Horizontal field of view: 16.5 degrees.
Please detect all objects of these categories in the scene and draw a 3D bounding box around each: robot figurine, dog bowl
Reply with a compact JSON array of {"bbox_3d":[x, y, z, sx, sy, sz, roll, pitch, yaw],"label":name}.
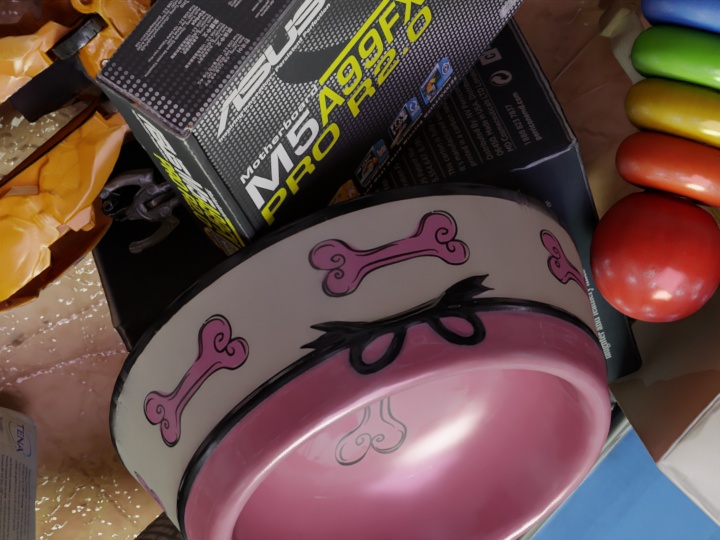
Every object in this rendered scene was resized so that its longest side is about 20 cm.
[{"bbox_3d":[-0.135,-0.060,0.974,0.200,0.058,0.145,-37,108,14],"label":"robot figurine"},{"bbox_3d":[0.008,0.058,0.965,0.200,0.074,0.200,-18,147,-13],"label":"dog bowl"}]

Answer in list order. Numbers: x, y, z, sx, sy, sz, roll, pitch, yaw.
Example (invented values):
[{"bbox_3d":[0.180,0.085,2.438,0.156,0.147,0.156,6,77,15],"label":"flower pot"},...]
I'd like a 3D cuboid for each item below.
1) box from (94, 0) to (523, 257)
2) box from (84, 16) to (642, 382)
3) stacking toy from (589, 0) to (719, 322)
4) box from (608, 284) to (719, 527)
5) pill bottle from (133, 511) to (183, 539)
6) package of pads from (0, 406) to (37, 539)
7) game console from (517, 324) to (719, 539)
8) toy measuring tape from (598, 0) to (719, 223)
[{"bbox_3d":[0.001,-0.103,0.914,0.200,0.044,0.160,-52,159,-10],"label":"box"},{"bbox_3d":[0.000,0.000,1.062,0.200,0.107,0.148,-22,136,-1],"label":"box"},{"bbox_3d":[0.141,-0.076,0.996,0.085,0.085,0.200,14,90,-31],"label":"stacking toy"},{"bbox_3d":[0.169,0.062,1.062,0.095,0.200,0.078,43,95,-6],"label":"box"},{"bbox_3d":[-0.060,0.159,1.119,0.200,0.114,0.114,-42,143,-28],"label":"pill bottle"},{"bbox_3d":[-0.201,0.172,1.112,0.068,0.155,0.200,16,125,-19],"label":"package of pads"},{"bbox_3d":[0.089,0.129,1.209,0.176,0.116,0.200,19,122,-34],"label":"game console"},{"bbox_3d":[0.182,-0.044,1.061,0.074,0.200,0.074,-33,168,-8],"label":"toy measuring tape"}]
